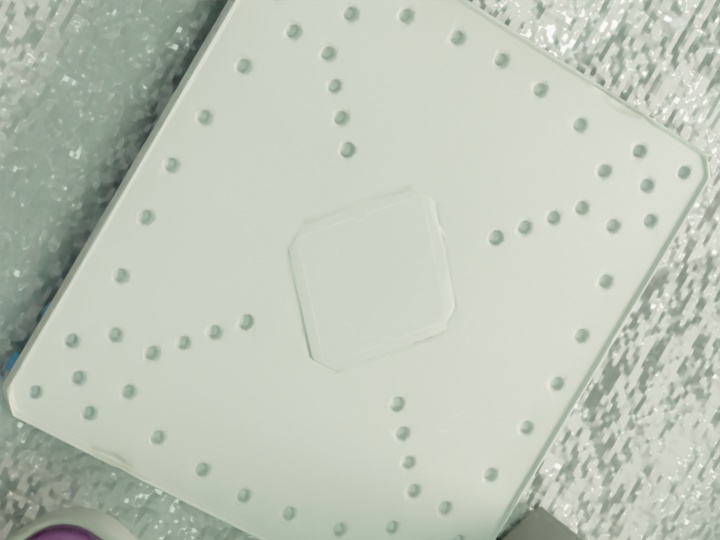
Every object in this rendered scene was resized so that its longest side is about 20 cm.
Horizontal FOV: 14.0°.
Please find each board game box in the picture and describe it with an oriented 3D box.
[{"bbox_3d":[0.000,0.000,1.040,0.200,0.026,0.200,29,93,-28],"label":"board game box"}]

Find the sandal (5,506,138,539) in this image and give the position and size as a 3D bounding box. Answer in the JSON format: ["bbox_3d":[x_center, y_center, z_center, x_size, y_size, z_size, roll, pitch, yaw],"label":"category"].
[{"bbox_3d":[-0.149,0.158,0.984,0.082,0.050,0.203,41,103,11],"label":"sandal"}]

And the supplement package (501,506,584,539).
[{"bbox_3d":[0.098,0.226,1.084,0.152,0.151,0.200,-43,118,-6],"label":"supplement package"}]
